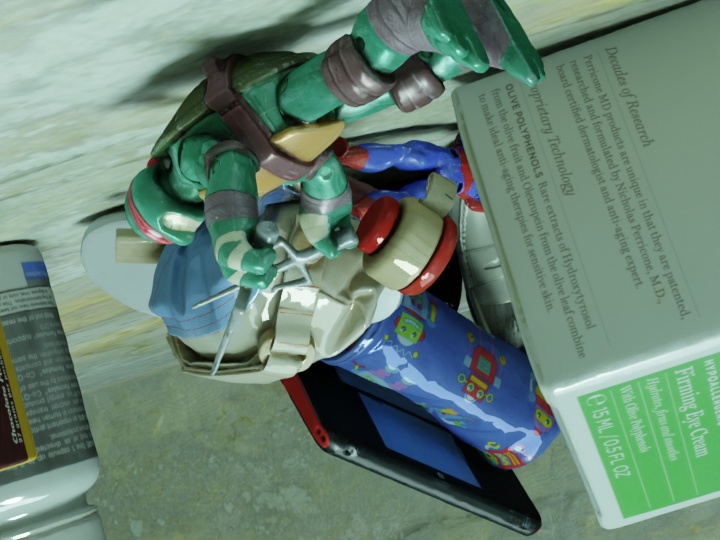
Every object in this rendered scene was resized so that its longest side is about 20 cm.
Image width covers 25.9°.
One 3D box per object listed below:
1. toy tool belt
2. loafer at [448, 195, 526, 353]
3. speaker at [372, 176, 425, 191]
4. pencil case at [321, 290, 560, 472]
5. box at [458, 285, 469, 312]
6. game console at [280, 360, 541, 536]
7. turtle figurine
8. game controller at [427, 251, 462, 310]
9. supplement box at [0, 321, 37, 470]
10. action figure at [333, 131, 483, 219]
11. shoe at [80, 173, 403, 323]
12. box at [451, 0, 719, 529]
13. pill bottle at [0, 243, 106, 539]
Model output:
[{"bbox_3d":[-0.050,-0.012,0.835,0.123,0.125,0.200,32,149,-18],"label":"toy tool belt"},{"bbox_3d":[0.105,-0.004,1.121,0.070,0.201,0.070,-18,-146,-3],"label":"loafer"},{"bbox_3d":[0.023,-0.027,1.201,0.199,0.082,0.081,-13,175,-40],"label":"speaker"},{"bbox_3d":[0.055,0.066,1.069,0.200,0.078,0.087,33,161,-34],"label":"pencil case"},{"bbox_3d":[-0.008,0.011,1.391,0.127,0.110,0.200,-14,175,-28],"label":"box"},{"bbox_3d":[0.026,0.104,1.119,0.199,0.031,0.177,26,-166,-30],"label":"game console"},{"bbox_3d":[-0.029,-0.043,0.624,0.200,0.101,0.150,-35,-176,24],"label":"turtle figurine"},{"bbox_3d":[0.000,0.000,1.099,0.199,0.105,0.042,-9,-158,-43],"label":"game controller"},{"bbox_3d":[-0.275,0.054,0.695,0.196,0.133,0.200,-16,177,2],"label":"supplement box"},{"bbox_3d":[0.066,-0.063,0.968,0.099,0.066,0.200,-8,-178,37],"label":"action figure"},{"bbox_3d":[-0.069,-0.019,0.981,0.199,0.072,0.091,6,-147,0],"label":"shoe"},{"bbox_3d":[0.170,0.000,0.854,0.171,0.201,0.199,-19,147,7],"label":"box"},{"bbox_3d":[-0.227,0.094,0.968,0.113,0.201,0.114,-16,176,-1],"label":"pill bottle"}]
